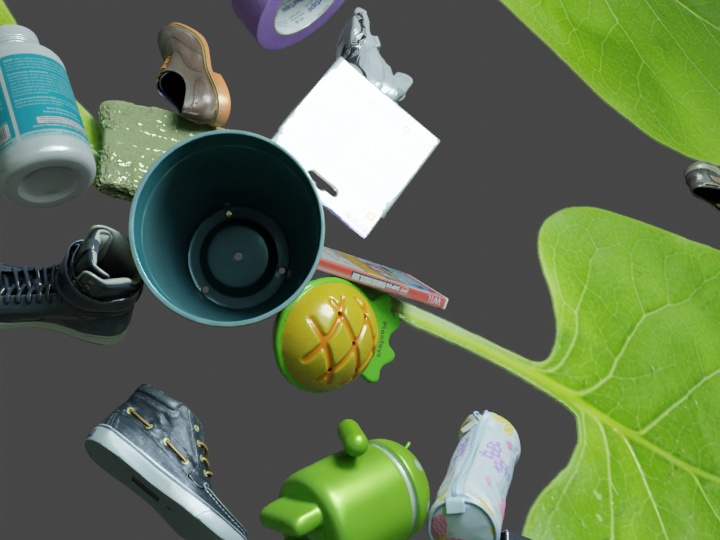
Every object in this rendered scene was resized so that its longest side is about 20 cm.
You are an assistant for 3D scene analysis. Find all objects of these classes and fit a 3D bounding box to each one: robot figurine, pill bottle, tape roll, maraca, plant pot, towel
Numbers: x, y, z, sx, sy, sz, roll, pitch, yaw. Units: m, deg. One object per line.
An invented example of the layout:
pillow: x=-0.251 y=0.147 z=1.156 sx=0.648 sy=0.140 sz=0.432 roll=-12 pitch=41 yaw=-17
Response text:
robot figurine: x=-0.008 y=0.253 z=0.909 sx=0.198 sy=0.115 sz=0.179 roll=-14 pitch=94 yaw=-40
pill bottle: x=-0.380 y=-0.181 z=0.972 sx=0.109 sy=0.111 sz=0.202 roll=-7 pitch=64 yaw=-36
tape roll: x=-0.094 y=-0.425 z=1.265 sx=0.066 sy=0.200 sz=0.199 roll=50 pitch=47 yaw=10
maraca: x=-0.025 y=0.079 z=1.026 sx=0.198 sy=0.106 sz=0.140 roll=7 pitch=97 yaw=-44
plant pot: x=-0.143 y=-0.029 z=0.945 sx=0.196 sy=0.188 sz=0.204 roll=1 pitch=81 yaw=-5
towel: x=-0.238 y=-0.138 z=1.086 sx=0.197 sy=0.036 sz=0.150 roll=10 pitch=55 yaw=-28

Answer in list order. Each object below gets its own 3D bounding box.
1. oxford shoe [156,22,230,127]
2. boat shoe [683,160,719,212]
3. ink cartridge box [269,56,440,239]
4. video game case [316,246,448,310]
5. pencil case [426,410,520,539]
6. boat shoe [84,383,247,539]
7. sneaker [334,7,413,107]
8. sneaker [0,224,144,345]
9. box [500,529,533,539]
oxford shoe: x=-0.240 y=-0.270 z=1.133 sx=0.072 sy=0.072 sz=0.201 roll=-3 pitch=44 yaw=-37
boat shoe: x=0.737 y=-0.147 z=1.711 sx=0.197 sy=0.075 sz=0.074 roll=20 pitch=60 yaw=-9
ink cartridge box: x=-0.015 y=-0.175 z=1.233 sx=0.199 sy=0.041 sz=0.201 roll=40 pitch=72 yaw=-3
video game case: x=0.000 y=0.000 z=1.094 sx=0.197 sy=0.018 sz=0.143 roll=18 pitch=6 yaw=-22
pencil case: x=0.135 y=0.246 z=0.988 sx=0.082 sy=0.092 sz=0.200 roll=7 pitch=23 yaw=15
boat shoe: x=-0.176 y=0.203 z=0.865 sx=0.200 sy=0.071 sz=0.091 roll=40 pitch=51 yaw=0
sneaker: x=0.019 y=-0.323 z=1.358 sx=0.113 sy=0.075 sz=0.203 roll=18 pitch=56 yaw=-22
sneaker: x=-0.320 y=0.004 z=0.861 sx=0.199 sy=0.146 sz=0.078 roll=11 pitch=55 yaw=-24
box: x=0.211 y=0.407 z=0.952 sx=0.198 sy=0.107 sz=0.150 roll=26 pitch=48 yaw=-15
